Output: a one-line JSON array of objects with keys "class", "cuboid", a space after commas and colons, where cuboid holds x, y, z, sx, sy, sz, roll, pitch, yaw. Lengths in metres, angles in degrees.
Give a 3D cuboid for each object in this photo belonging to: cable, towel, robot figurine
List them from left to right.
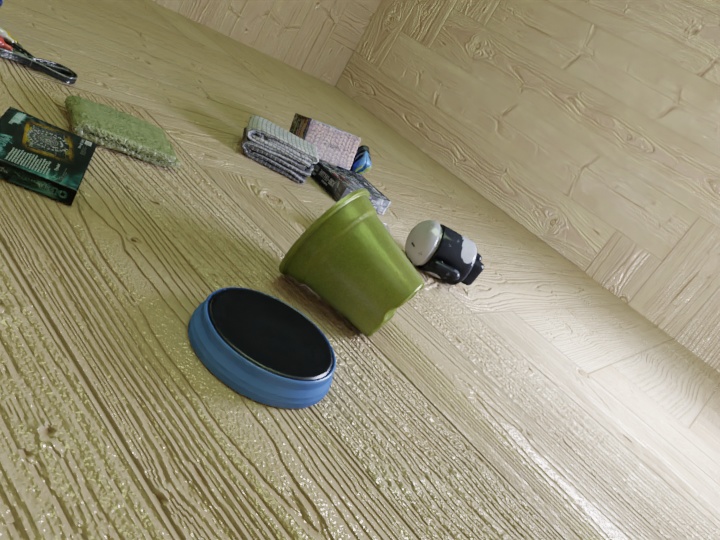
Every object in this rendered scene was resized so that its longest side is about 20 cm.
[{"class": "cable", "cuboid": [-0.658, -0.427, 1.176, 0.199, 0.050, 0.097, 22, 23, -25]}, {"class": "towel", "cuboid": [-0.442, -0.256, 1.122, 0.199, 0.037, 0.149, 16, 26, -41]}, {"class": "towel", "cuboid": [-0.211, -0.315, 1.563, 0.199, 0.086, 0.166, 25, 19, -18]}, {"class": "robot figurine", "cuboid": [0.205, -0.040, 1.483, 0.199, 0.125, 0.150, 27, -10, -15]}]

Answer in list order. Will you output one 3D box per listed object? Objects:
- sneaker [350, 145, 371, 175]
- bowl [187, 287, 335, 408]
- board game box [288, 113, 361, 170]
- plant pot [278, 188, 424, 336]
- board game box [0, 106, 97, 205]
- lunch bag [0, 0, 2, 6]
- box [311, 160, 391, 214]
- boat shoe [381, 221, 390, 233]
[{"class": "sneaker", "cuboid": [-0.016, -0.331, 1.822, 0.070, 0.083, 0.199, 6, -5, -22]}, {"class": "bowl", "cuboid": [-0.120, 0.092, 0.772, 0.200, 0.039, 0.201, 28, 20, -11]}, {"class": "board game box", "cuboid": [-0.114, -0.382, 1.770, 0.159, 0.097, 0.200, 17, 12, -24]}, {"class": "plant pot", "cuboid": [0.000, 0.000, 0.994, 0.184, 0.200, 0.200, 46, 21, 7]}, {"class": "board game box", "cuboid": [-0.471, -0.172, 0.880, 0.135, 0.028, 0.200, 23, 22, -25]}, {"class": "lunch bag", "cuboid": [-0.827, -0.601, 1.231, 0.169, 0.128, 0.199, 17, -5, -39]}, {"class": "box", "cuboid": [-0.028, -0.234, 1.694, 0.199, 0.050, 0.158, 8, 31, -50]}, {"class": "boat shoe", "cuboid": [-0.010, -0.084, 1.371, 0.199, 0.057, 0.067, 1, 71, -50]}]
